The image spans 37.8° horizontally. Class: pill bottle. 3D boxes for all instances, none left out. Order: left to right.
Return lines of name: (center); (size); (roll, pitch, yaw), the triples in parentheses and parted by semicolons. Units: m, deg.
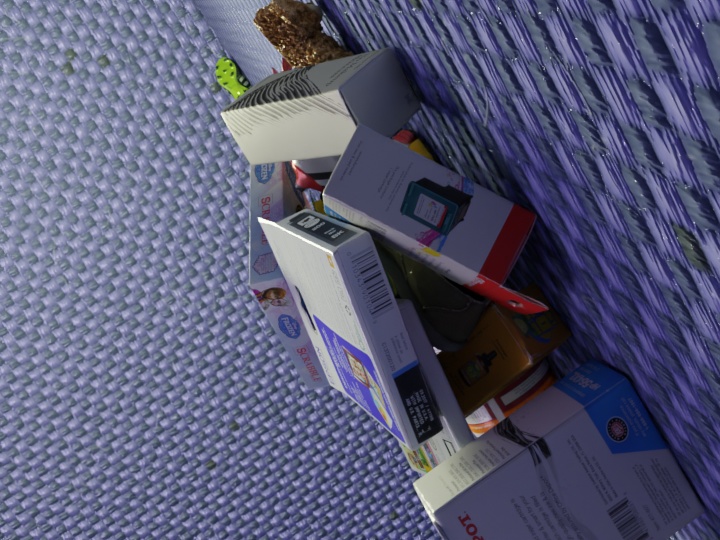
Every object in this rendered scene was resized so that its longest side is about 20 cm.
pill bottle: (0.124, 0.075, 1.155); (0.200, 0.113, 0.113); (58, 177, -6)

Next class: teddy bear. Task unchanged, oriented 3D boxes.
teddy bear: (-0.030, -0.221, 1.154); (0.200, 0.067, 0.145); (50, -175, 11)

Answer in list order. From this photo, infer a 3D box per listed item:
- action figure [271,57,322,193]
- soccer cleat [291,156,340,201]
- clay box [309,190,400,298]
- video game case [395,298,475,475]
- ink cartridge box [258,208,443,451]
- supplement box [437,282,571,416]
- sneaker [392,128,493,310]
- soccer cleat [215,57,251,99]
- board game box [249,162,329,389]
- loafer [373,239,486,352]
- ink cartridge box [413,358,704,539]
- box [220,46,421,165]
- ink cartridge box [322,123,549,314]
action figure: (-0.041, -0.164, 1.246); (0.201, 0.148, 0.134); (65, 171, -11)
soccer cleat: (0.023, -0.095, 1.130); (0.199, 0.085, 0.069); (24, -152, -12)
clay box: (0.000, 0.000, 1.168); (0.115, 0.047, 0.200); (75, 172, -48)
video game case: (0.050, 0.117, 1.012); (0.201, 0.022, 0.182); (64, 163, -8)
ink cartridge box: (-0.012, 0.043, 0.963); (0.200, 0.043, 0.199); (25, 140, 64)
supplement box: (0.117, 0.092, 1.025); (0.067, 0.069, 0.200); (57, 145, 12)
sneaker: (0.072, -0.042, 1.073); (0.200, 0.082, 0.078); (56, 176, 9)
soccer cleat: (-0.321, -0.485, 2.786); (0.200, 0.067, 0.081); (55, -171, 27)
board game box: (-0.073, -0.004, 1.177); (0.200, 0.041, 0.200); (67, -166, -49)
loafer: (0.057, -0.022, 0.981); (0.075, 0.070, 0.200); (-4, -123, -54)
ink cartridge box: (0.167, 0.195, 0.903); (0.146, 0.200, 0.084); (58, 176, -13)
box: (-0.042, -0.154, 1.008); (0.200, 0.082, 0.069); (0, 127, 51)
ink cartridge box: (0.071, -0.037, 0.871); (0.199, 0.067, 0.116); (28, 176, 1)
